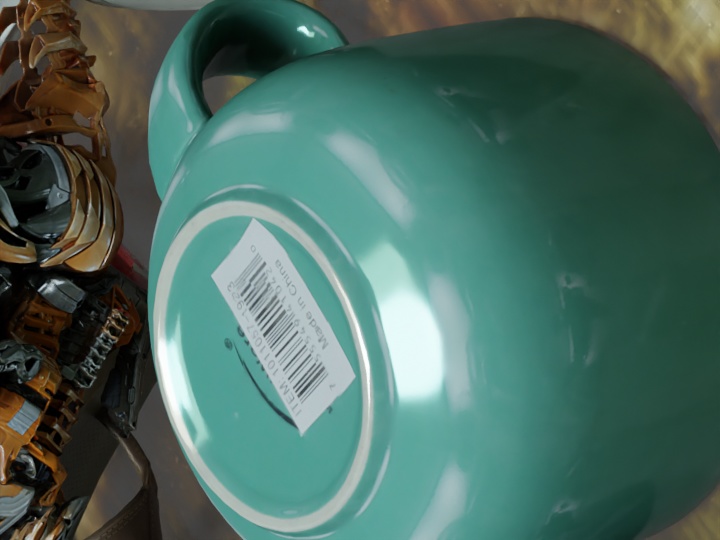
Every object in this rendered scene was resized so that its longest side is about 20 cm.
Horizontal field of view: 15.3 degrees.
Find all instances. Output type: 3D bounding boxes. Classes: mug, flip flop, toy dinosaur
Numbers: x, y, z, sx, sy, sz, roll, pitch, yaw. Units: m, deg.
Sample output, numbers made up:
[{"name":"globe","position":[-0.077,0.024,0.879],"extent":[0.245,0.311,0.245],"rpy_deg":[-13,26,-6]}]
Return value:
[{"name":"mug","position":[0.004,0.011,0.729],"extent":[0.185,0.114,0.153],"rpy_deg":[14,111,45]},{"name":"flip flop","position":[-0.096,0.106,0.867],"extent":[0.057,0.081,0.201],"rpy_deg":[20,82,10]},{"name":"toy dinosaur","position":[-0.119,-0.010,0.797],"extent":[0.102,0.135,0.201],"rpy_deg":[-34,53,45]}]

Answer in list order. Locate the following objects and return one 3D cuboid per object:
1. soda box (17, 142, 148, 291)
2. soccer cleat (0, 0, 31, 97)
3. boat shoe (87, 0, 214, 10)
[{"name":"soda box","position":[-0.160,0.049,0.865],"extent":[0.070,0.063,0.200],"rpy_deg":[45,88,7]},{"name":"soccer cleat","position":[-0.123,-0.104,0.876],"extent":[0.200,0.069,0.078],"rpy_deg":[-56,35,34]},{"name":"boat shoe","position":[-0.031,-0.128,0.758],"extent":[0.200,0.072,0.063],"rpy_deg":[145,122,-62]}]
